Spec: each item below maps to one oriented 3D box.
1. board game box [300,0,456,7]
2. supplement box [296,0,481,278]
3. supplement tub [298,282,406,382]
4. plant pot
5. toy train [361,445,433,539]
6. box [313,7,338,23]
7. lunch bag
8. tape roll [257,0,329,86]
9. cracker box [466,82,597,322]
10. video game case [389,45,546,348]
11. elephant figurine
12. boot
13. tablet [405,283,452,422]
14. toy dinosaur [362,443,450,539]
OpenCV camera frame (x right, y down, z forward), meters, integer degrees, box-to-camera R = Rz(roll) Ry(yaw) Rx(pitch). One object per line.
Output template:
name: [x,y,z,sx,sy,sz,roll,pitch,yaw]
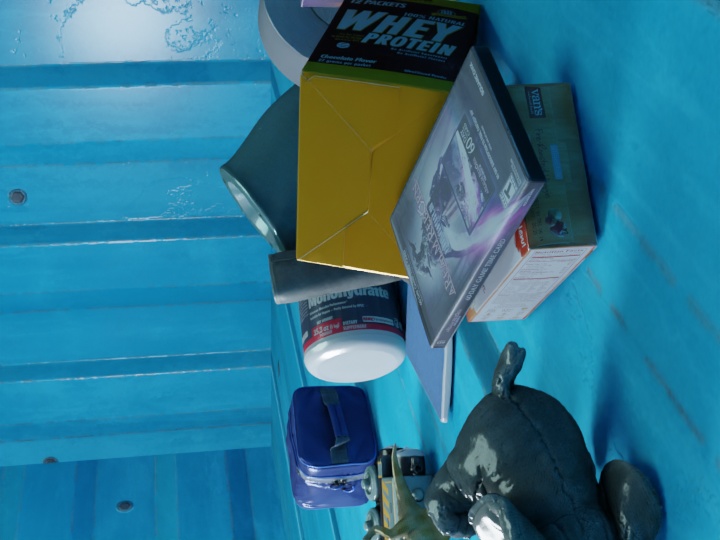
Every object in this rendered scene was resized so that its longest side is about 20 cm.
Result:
board game box: [0.029,-0.335,1.106,0.200,0.165,0.057,106,159,-65]
supplement box: [0.028,-0.133,1.084,0.200,0.133,0.197,-70,-14,-54]
supplement tub: [-0.017,0.041,1.574,0.140,0.140,0.200,105,160,-61]
plant pot: [-0.056,-0.121,1.369,0.200,0.188,0.200,49,170,12]
toy train: [0.056,0.318,1.428,0.114,0.085,0.200,152,119,-65]
box: [-0.034,-0.374,1.437,0.200,0.176,0.097,-107,17,-57]
lunch bag: [-0.048,0.284,1.851,0.200,0.136,0.132,-105,15,-50]
tape roll: [-0.012,-0.289,1.258,0.066,0.200,0.200,109,156,-68]
cracker box: [0.126,-0.048,0.932,0.200,0.058,0.134,115,151,-69]
video game case: [0.078,-0.054,0.902,0.200,0.019,0.143,116,147,-45]
elephant figurine: [0.142,0.181,0.780,0.142,0.155,0.200,-47,34,8]
boot: [0.000,0.002,1.271,0.182,0.200,0.073,-132,39,-76]
tablet: [0.082,0.082,1.377,0.200,0.014,0.130,-118,27,-67]
toy dinosaur: [0.059,0.310,1.347,0.058,0.101,0.200,50,-173,-46]
